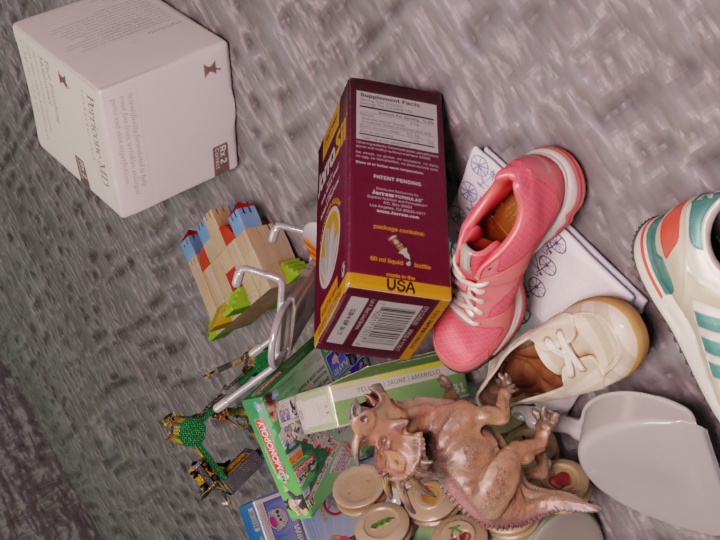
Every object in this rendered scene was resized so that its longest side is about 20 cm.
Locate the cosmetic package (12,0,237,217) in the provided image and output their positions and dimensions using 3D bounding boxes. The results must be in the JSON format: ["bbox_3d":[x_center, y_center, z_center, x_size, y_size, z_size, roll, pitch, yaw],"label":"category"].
[{"bbox_3d":[-0.265,-0.199,1.125,0.200,0.164,0.166,37,142,36],"label":"cosmetic package"}]

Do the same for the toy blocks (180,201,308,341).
[{"bbox_3d":[-0.147,-0.016,1.180,0.200,0.099,0.137,-37,73,50],"label":"toy blocks"}]

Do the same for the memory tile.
[{"bbox_3d":[0.084,0.189,0.857,0.153,0.199,0.017,52,166,52],"label":"memory tile"}]

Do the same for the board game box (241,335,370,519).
[{"bbox_3d":[-0.039,0.149,1.039,0.029,0.200,0.135,-13,104,31],"label":"board game box"}]

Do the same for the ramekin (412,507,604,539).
[{"bbox_3d":[0.136,0.284,0.884,0.097,0.200,0.201,10,122,44],"label":"ramekin"}]

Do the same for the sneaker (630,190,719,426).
[{"bbox_3d":[0.256,0.038,0.622,0.201,0.070,0.093,60,155,9],"label":"sneaker"}]

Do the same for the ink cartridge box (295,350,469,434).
[{"bbox_3d":[0.037,0.109,0.916,0.200,0.145,0.048,152,106,-65],"label":"ink cartridge box"}]

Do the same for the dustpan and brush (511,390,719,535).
[{"bbox_3d":[0.201,0.140,0.794,0.199,0.057,0.140,0,131,38],"label":"dustpan and brush"}]

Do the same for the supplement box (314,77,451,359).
[{"bbox_3d":[0.015,-0.043,0.810,0.111,0.085,0.201,119,155,-56],"label":"supplement box"}]

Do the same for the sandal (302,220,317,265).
[{"bbox_3d":[-0.006,-0.005,1.003,0.079,0.059,0.207,42,166,22],"label":"sandal"}]

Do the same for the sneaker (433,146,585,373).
[{"bbox_3d":[0.093,-0.006,0.756,0.074,0.086,0.201,38,119,30],"label":"sneaker"}]

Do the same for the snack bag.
[{"bbox_3d":[0.135,0.020,0.840,0.189,0.021,0.201,48,147,22],"label":"snack bag"}]

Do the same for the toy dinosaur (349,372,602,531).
[{"bbox_3d":[0.085,0.156,0.784,0.200,0.136,0.086,40,148,8],"label":"toy dinosaur"}]

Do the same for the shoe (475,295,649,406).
[{"bbox_3d":[0.155,0.076,0.783,0.070,0.053,0.200,57,152,4],"label":"shoe"}]

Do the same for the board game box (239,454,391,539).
[{"bbox_3d":[-0.009,0.321,1.091,0.056,0.195,0.201,-40,68,59],"label":"board game box"}]

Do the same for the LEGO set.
[{"bbox_3d":[-0.168,0.199,1.295,0.154,0.200,0.116,48,155,-18],"label":"LEGO set"}]

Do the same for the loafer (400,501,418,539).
[{"bbox_3d":[0.069,0.255,0.998,0.073,0.200,0.071,44,-176,-39],"label":"loafer"}]

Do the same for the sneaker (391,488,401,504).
[{"bbox_3d":[0.105,0.277,1.044,0.084,0.080,0.201,-51,55,27],"label":"sneaker"}]

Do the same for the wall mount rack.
[{"bbox_3d":[-0.094,0.053,1.026,0.074,0.200,0.175,13,117,9],"label":"wall mount rack"}]
